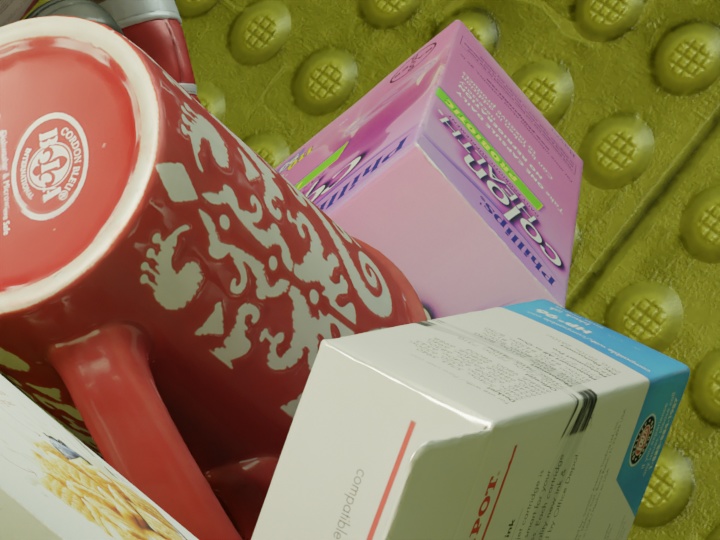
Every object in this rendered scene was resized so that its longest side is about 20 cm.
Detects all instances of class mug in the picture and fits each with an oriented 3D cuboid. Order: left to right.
[{"bbox_3d":[-0.059,0.016,0.834,0.178,0.133,0.200,44,-2,34],"label":"mug"}]

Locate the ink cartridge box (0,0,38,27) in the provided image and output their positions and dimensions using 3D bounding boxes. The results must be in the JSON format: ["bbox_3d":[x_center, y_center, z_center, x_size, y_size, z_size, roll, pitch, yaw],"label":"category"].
[{"bbox_3d":[-0.198,-0.149,1.120,0.085,0.146,0.200,42,-6,-5],"label":"ink cartridge box"}]

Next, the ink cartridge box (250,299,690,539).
[{"bbox_3d":[0.024,0.080,0.793,0.068,0.116,0.200,26,16,26],"label":"ink cartridge box"}]

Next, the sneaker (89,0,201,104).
[{"bbox_3d":[-0.160,-0.056,1.239,0.071,0.200,0.113,-5,71,-55],"label":"sneaker"}]

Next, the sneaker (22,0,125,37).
[{"bbox_3d":[-0.145,-0.050,0.920,0.104,0.060,0.200,54,-35,30],"label":"sneaker"}]

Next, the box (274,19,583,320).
[{"bbox_3d":[0.000,0.000,1.071,0.097,0.176,0.200,48,19,-11],"label":"box"}]

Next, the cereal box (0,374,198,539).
[{"bbox_3d":[-0.059,0.092,0.636,0.200,0.040,0.144,39,1,11],"label":"cereal box"}]
